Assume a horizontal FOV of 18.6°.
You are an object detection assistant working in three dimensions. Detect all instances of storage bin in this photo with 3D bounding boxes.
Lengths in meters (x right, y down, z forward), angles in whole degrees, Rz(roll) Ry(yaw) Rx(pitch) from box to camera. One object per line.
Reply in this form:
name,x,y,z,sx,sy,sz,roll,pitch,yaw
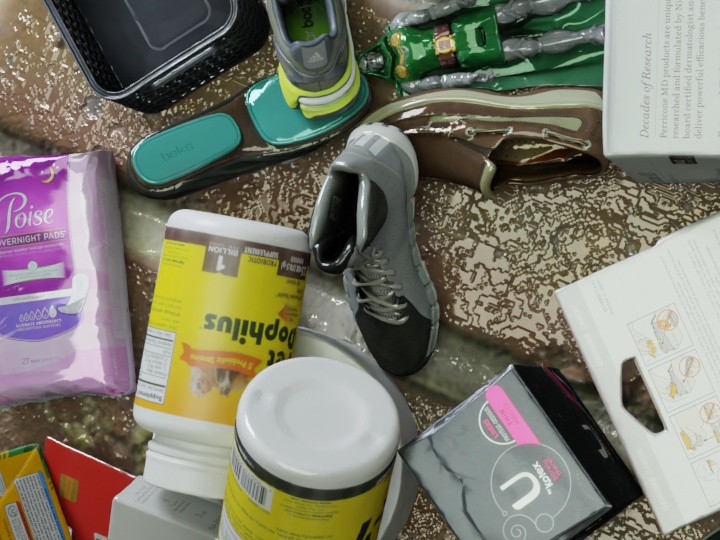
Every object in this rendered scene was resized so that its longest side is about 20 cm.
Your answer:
storage bin,-0.177,-0.238,1.723,0.135,0.094,0.201,-31,82,10

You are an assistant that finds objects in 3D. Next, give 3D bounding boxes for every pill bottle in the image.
pill bottle,-0.104,0.062,1.609,0.109,0.109,0.201,10,90,14
pill bottle,-0.041,0.168,1.543,0.114,0.114,0.201,24,134,13

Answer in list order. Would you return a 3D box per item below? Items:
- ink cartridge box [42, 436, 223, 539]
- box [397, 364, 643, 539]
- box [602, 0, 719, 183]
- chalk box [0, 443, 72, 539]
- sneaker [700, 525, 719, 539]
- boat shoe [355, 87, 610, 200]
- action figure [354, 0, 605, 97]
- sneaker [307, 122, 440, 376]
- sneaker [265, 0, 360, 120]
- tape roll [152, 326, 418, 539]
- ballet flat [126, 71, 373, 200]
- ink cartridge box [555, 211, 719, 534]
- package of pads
ink cartridge box,-0.185,0.247,1.678,0.176,0.045,0.201,19,118,18
box,0.119,0.145,1.577,0.106,0.200,0.122,-37,80,9
box,0.249,-0.167,1.562,0.130,0.199,0.201,1,88,14
chalk box,-0.326,0.230,1.701,0.200,0.124,0.125,-27,81,46
sneaker,0.295,0.205,1.580,0.200,0.106,0.075,-35,80,9
boat shoe,0.091,-0.091,1.648,0.201,0.075,0.075,-7,48,13
action figure,0.089,-0.176,1.679,0.199,0.055,0.119,-13,87,17
sneaker,0.000,0.000,1.630,0.075,0.115,0.201,0,111,25
sneaker,-0.043,-0.216,1.672,0.074,0.081,0.201,-15,59,-3
tape roll,-0.057,0.145,1.686,0.201,0.071,0.203,-1,87,14
ballet flat,-0.086,-0.105,1.700,0.199,0.068,0.068,-19,73,-5
ink cartridge box,0.264,0.068,1.619,0.176,0.045,0.201,-25,81,10
package of pads,-0.245,0.007,1.736,0.120,0.076,0.201,-7,86,10
